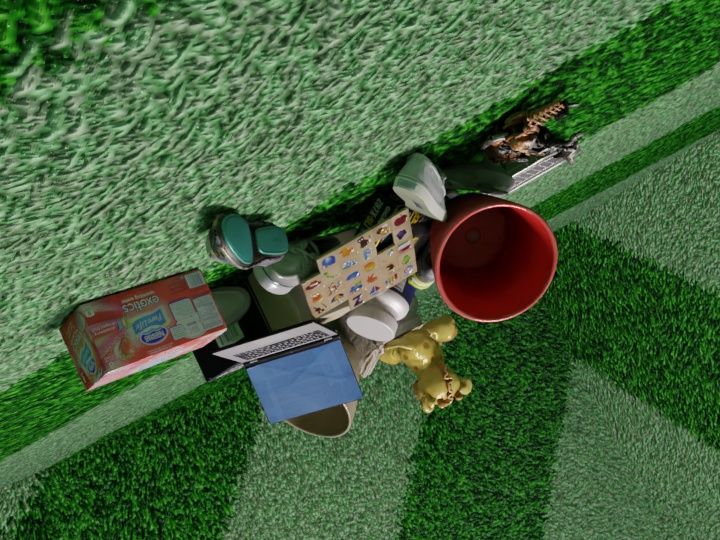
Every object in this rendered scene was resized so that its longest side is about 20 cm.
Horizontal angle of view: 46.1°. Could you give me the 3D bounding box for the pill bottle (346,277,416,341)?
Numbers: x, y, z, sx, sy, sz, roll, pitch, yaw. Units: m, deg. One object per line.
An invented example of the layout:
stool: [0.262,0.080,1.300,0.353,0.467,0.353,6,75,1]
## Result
pill bottle: [0.049,0.024,1.598,0.116,0.115,0.201,-40,-155,62]

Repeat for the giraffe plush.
giraffe plush: [0.140,0.193,1.683,0.171,0.163,0.200,-26,173,-4]

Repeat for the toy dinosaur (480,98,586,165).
toy dinosaur: [0.257,-0.202,1.268,0.134,0.103,0.200,-7,-170,-14]

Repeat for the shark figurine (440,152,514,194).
shark figurine: [0.222,-0.171,1.415,0.127,0.090,0.214,11,-171,38]

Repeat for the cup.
cup: [-0.081,0.201,1.629,0.200,0.200,0.144,-35,-161,49]

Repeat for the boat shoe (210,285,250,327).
boat shoe: [-0.265,0.073,1.388,0.199,0.074,0.065,-24,176,-28]

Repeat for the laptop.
laptop: [-0.119,0.177,1.442,0.186,0.117,0.200,-18,163,13]

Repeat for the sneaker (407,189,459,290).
sneaker: [0.151,-0.061,1.553,0.073,0.202,0.081,25,162,-19]

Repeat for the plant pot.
plant pot: [0.200,-0.038,1.391,0.199,0.202,0.177,-26,-160,2]

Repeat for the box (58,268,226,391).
box: [-0.306,0.083,1.204,0.199,0.103,0.095,-21,171,-42]

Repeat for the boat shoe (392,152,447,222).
boat shoe: [0.102,-0.124,1.269,0.072,0.070,0.201,-65,163,-2]

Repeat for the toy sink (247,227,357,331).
toy sink: [-0.075,0.024,1.492,0.199,0.131,0.112,-22,172,-37]

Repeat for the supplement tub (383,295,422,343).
supplement tub: [0.030,0.047,1.729,0.144,0.201,0.145,-26,172,-4]

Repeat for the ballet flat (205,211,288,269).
ballet flat: [-0.158,-0.032,1.083,0.072,0.073,0.200,-28,171,15]

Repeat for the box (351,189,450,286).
box: [0.058,-0.062,1.432,0.199,0.049,0.160,-14,137,-58]

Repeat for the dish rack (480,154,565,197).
dish rack: [0.313,-0.198,1.636,0.171,0.044,0.200,-31,171,22]

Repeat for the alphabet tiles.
alphabet tiles: [0.000,0.000,1.348,0.199,0.008,0.168,-30,145,-12]

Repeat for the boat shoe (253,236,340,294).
boat shoe: [-0.096,-0.021,1.335,0.065,0.074,0.200,-40,177,27]

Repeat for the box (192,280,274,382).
box: [-0.192,0.097,1.603,0.199,0.124,0.198,-32,171,32]

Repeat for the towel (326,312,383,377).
towel: [-0.026,0.107,1.680,0.034,0.201,0.133,-25,159,-28]
